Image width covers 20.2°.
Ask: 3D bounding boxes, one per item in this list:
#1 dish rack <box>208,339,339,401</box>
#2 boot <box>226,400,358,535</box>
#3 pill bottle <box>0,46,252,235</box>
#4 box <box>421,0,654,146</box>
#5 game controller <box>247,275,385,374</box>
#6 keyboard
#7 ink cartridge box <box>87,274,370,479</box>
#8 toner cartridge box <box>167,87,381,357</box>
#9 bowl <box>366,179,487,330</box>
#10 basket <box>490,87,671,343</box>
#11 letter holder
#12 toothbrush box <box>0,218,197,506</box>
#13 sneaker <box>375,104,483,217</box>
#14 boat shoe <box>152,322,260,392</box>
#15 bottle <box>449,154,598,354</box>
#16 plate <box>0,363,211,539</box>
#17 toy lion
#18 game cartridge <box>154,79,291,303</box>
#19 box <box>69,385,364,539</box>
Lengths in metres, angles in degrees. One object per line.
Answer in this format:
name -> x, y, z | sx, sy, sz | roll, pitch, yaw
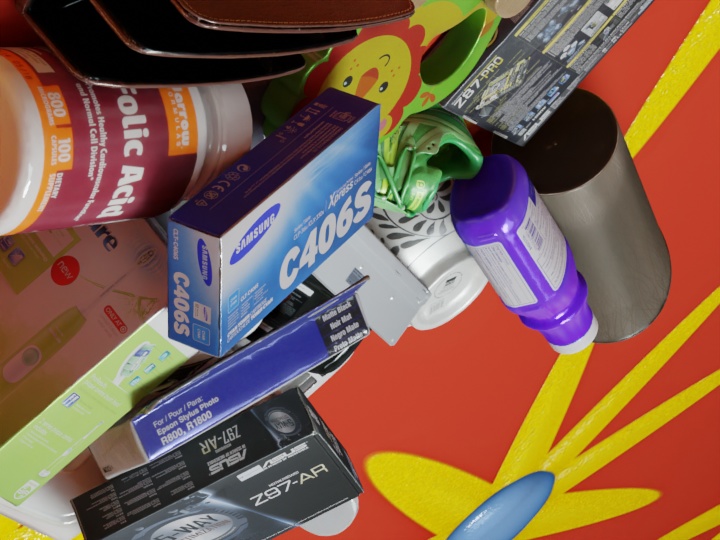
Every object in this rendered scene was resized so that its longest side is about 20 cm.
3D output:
dish rack -> -0.098, 0.078, 1.726 | 0.171, 0.044, 0.200 | -41, 155, 2
boot -> -0.084, 0.141, 1.712 | 0.073, 0.096, 0.200 | -39, 121, 10
pill bottle -> -0.170, -0.085, 1.276 | 0.199, 0.114, 0.114 | -10, 141, -48
box -> 0.152, -0.199, 1.626 | 0.200, 0.049, 0.161 | -48, 156, 15
game controller -> -0.059, 0.014, 1.614 | 0.104, 0.042, 0.200 | -43, 133, 13
keyboard -> 0.000, 0.000, 1.592 | 0.056, 0.011, 0.200 | -49, 144, -2
ink cartridge box -> -0.092, 0.082, 1.483 | 0.199, 0.041, 0.200 | -30, 180, -21
toner cartridge box -> -0.055, -0.035, 1.338 | 0.200, 0.043, 0.095 | -44, 145, -46
bowl -> 0.051, -0.012, 1.731 | 0.200, 0.094, 0.201 | -31, 153, -18
basket -> 0.190, -0.060, 1.791 | 0.135, 0.181, 0.200 | -23, 144, 3
letter holder -> -0.083, -0.160, 1.245 | 0.199, 0.142, 0.101 | -11, 142, -48
toothbrush box -> -0.213, 0.036, 1.375 | 0.200, 0.146, 0.086 | -40, 154, -1
sneaker -> 0.020, -0.083, 1.582 | 0.199, 0.084, 0.074 | -22, 147, -37
boat shoe -> -0.149, 0.051, 1.441 | 0.199, 0.071, 0.064 | -18, 151, 21
bottle -> 0.141, -0.007, 1.691 | 0.065, 0.084, 0.200 | -13, 136, 24
plate -> -0.229, 0.123, 1.562 | 0.200, 0.032, 0.200 | -45, 137, 12
toy lion -> 0.019, -0.155, 1.456 | 0.199, 0.069, 0.192 | -7, 130, -51
game cartridge -> -0.100, -0.048, 1.471 | 0.129, 0.038, 0.201 | -19, 129, -35
box -> -0.109, 0.178, 1.602 | 0.199, 0.044, 0.160 | -26, 153, 1
